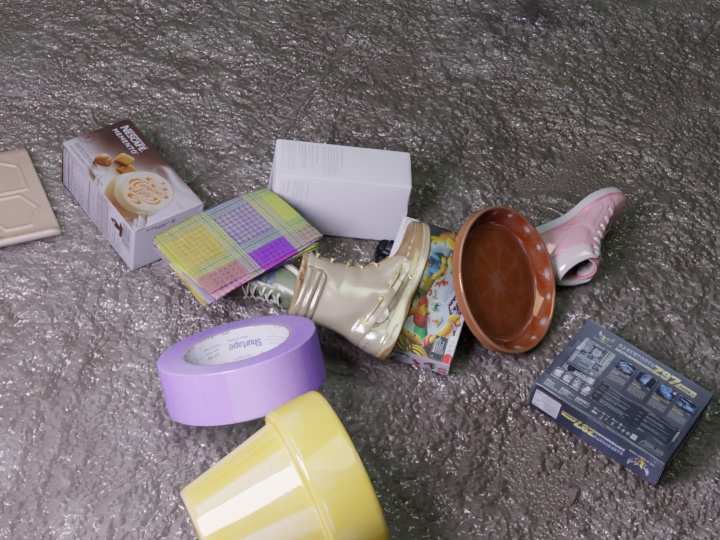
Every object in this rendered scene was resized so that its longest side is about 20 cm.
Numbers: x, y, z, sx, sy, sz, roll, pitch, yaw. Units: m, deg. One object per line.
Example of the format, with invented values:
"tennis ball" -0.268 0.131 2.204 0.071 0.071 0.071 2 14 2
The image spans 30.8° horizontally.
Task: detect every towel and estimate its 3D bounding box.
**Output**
"towel" -0.167 -0.037 1.751 0.199 0.023 0.143 -30 55 -30

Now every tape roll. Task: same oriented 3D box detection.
"tape roll" -0.143 0.118 1.587 0.197 0.067 0.200 -11 15 3

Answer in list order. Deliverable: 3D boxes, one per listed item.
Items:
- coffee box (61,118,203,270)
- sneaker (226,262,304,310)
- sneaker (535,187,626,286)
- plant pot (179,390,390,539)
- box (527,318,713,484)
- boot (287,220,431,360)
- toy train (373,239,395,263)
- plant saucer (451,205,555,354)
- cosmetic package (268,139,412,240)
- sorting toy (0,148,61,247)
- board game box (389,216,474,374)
"coffee box" -0.321 -0.109 1.829 0.113 0.080 0.200 -23 56 -31
"sneaker" -0.142 0.017 1.766 0.089 0.068 0.200 -34 61 -27
"sneaker" 0.335 -0.042 1.916 0.199 0.076 0.105 -28 53 -24
"plant pot" -0.091 0.265 1.458 0.187 0.202 0.202 -25 54 -12
"box" 0.344 0.170 1.732 0.199 0.051 0.158 32 48 19
"boot" 0.000 0.000 1.717 0.154 0.073 0.202 24 68 -5
"toy train" 0.110 0.006 1.840 0.198 0.046 0.034 25 46 11
"plant saucer" 0.193 0.014 1.786 0.199 0.032 0.203 12 72 -41
"cosmetic package" -0.030 -0.114 1.879 0.197 0.114 0.082 5 45 -10
"sorting toy" -0.525 -0.088 1.800 0.183 0.037 0.201 -13 47 -24
"board game box" 0.088 0.032 1.779 0.125 0.035 0.202 16 62 7
